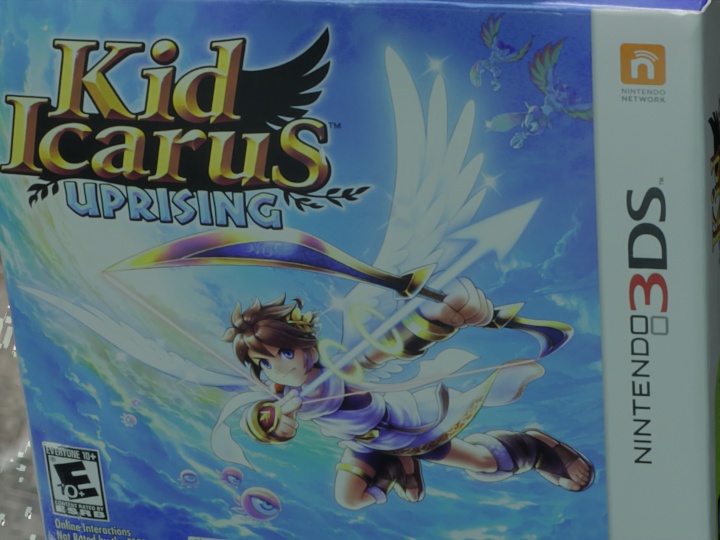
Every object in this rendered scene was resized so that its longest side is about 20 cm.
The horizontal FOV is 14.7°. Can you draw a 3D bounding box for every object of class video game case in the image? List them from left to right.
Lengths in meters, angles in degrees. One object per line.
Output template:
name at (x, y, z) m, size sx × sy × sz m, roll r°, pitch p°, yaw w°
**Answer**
video game case at (0.000, 0.000, 0.761) m, size 0.199 × 0.182 × 0.046 m, roll 3°, pitch 29°, yaw 14°
